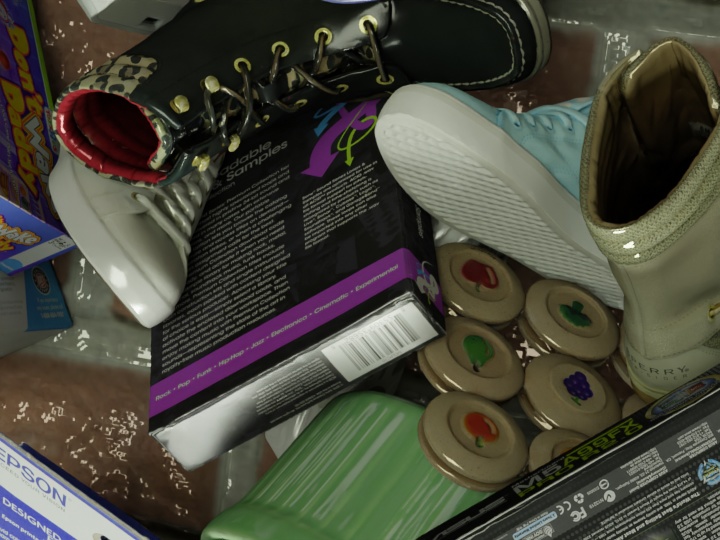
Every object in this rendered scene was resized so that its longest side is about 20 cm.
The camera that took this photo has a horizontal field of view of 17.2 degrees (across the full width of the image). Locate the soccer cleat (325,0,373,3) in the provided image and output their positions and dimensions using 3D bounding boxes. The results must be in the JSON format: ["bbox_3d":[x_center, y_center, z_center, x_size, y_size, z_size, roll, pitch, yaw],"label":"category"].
[{"bbox_3d":[-0.029,-0.156,1.081,0.200,0.084,0.065,4,134,34],"label":"soccer cleat"}]

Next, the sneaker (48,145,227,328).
[{"bbox_3d":[-0.100,-0.051,1.158,0.085,0.200,0.073,-34,122,10],"label":"sneaker"}]

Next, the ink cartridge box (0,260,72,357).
[{"bbox_3d":[-0.231,-0.051,1.227,0.068,0.115,0.201,-22,84,16],"label":"ink cartridge box"}]

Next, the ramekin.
[{"bbox_3d":[0.033,0.146,1.108,0.200,0.200,0.098,33,72,14],"label":"ramekin"}]

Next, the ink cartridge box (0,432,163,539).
[{"bbox_3d":[-0.102,0.172,1.168,0.197,0.047,0.200,34,141,14],"label":"ink cartridge box"}]

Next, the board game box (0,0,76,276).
[{"bbox_3d":[-0.207,-0.112,1.178,0.045,0.134,0.201,-22,66,17],"label":"board game box"}]

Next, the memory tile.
[{"bbox_3d":[0.118,0.065,1.081,0.199,0.154,0.017,20,129,-13],"label":"memory tile"}]

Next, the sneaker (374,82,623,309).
[{"bbox_3d":[0.084,-0.052,1.108,0.074,0.200,0.082,-2,65,42],"label":"sneaker"}]

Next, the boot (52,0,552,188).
[{"bbox_3d":[-0.029,-0.088,1.102,0.203,0.154,0.074,11,128,37],"label":"boot"}]

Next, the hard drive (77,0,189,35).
[{"bbox_3d":[-0.156,-0.206,1.192,0.027,0.132,0.200,-35,81,14],"label":"hard drive"}]

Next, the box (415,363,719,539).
[{"bbox_3d":[0.144,0.136,0.989,0.200,0.044,0.161,-30,96,-2],"label":"box"}]

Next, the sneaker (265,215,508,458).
[{"bbox_3d":[0.000,0.000,1.181,0.099,0.078,0.200,44,100,18],"label":"sneaker"}]

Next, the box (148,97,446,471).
[{"bbox_3d":[-0.033,-0.009,1.138,0.143,0.200,0.036,-29,125,18],"label":"box"}]

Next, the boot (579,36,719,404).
[{"bbox_3d":[0.159,-0.057,1.058,0.072,0.155,0.200,13,61,29],"label":"boot"}]
